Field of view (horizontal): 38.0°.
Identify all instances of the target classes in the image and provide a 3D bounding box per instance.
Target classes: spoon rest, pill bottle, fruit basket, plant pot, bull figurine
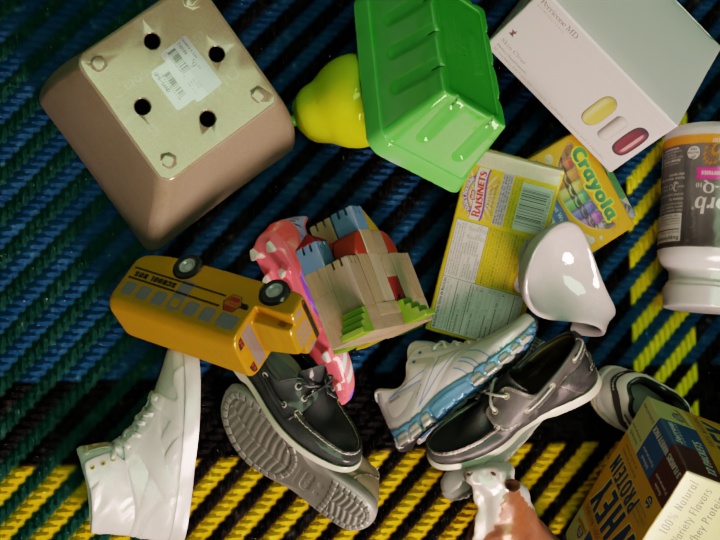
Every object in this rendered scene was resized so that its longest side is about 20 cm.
[{"bbox_3d":[0.222,0.019,1.098,0.100,0.060,0.200,-60,142,-8],"label":"spoon rest"},{"bbox_3d":[0.393,-0.056,1.176,0.114,0.116,0.204,6,84,-13],"label":"pill bottle"},{"bbox_3d":[0.033,-0.181,1.091,0.154,0.214,0.219,21,80,-37],"label":"fruit basket"},{"bbox_3d":[-0.181,-0.163,1.015,0.199,0.177,0.201,-37,95,-12],"label":"plant pot"},{"bbox_3d":[0.148,0.281,1.082,0.122,0.065,0.200,-46,129,-6],"label":"bull figurine"}]

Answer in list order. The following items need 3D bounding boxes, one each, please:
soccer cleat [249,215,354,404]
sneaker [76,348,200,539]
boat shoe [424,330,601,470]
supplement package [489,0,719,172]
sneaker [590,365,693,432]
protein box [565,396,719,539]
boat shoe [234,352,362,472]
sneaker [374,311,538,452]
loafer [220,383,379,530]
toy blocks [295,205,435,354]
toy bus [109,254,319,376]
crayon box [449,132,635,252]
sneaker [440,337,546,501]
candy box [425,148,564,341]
[{"bbox_3d":[-0.045,0.041,1.093,0.076,0.066,0.202,-32,100,-41],"label":"soccer cleat"},{"bbox_3d":[-0.220,0.164,1.034,0.114,0.074,0.204,7,85,-16],"label":"sneaker"},{"bbox_3d":[0.148,0.130,1.063,0.198,0.072,0.068,-30,126,-2],"label":"boat shoe"},{"bbox_3d":[0.265,-0.244,1.137,0.200,0.111,0.156,43,55,-7],"label":"supplement package"},{"bbox_3d":[0.345,0.179,1.162,0.198,0.088,0.076,33,77,-11],"label":"sneaker"},{"bbox_3d":[0.354,0.276,1.092,0.197,0.135,0.201,21,112,-11],"label":"protein box"},{"bbox_3d":[-0.061,0.110,1.038,0.074,0.067,0.200,-10,50,-47],"label":"boat shoe"},{"bbox_3d":[0.094,0.097,1.094,0.199,0.075,0.087,-39,71,8],"label":"sneaker"},{"bbox_3d":[-0.059,0.184,1.081,0.199,0.075,0.070,42,34,0],"label":"loafer"},{"bbox_3d":[0.000,0.000,1.052,0.099,0.199,0.139,-25,81,24],"label":"toy blocks"},{"bbox_3d":[-0.140,0.042,1.008,0.197,0.066,0.079,15,56,28],"label":"toy bus"},{"bbox_3d":[0.215,-0.069,1.167,0.198,0.052,0.127,-31,93,-14],"label":"crayon box"},{"bbox_3d":[0.147,0.161,1.132,0.080,0.077,0.200,42,76,11],"label":"sneaker"},{"bbox_3d":[0.141,-0.022,1.107,0.101,0.026,0.203,16,103,9],"label":"candy box"}]
